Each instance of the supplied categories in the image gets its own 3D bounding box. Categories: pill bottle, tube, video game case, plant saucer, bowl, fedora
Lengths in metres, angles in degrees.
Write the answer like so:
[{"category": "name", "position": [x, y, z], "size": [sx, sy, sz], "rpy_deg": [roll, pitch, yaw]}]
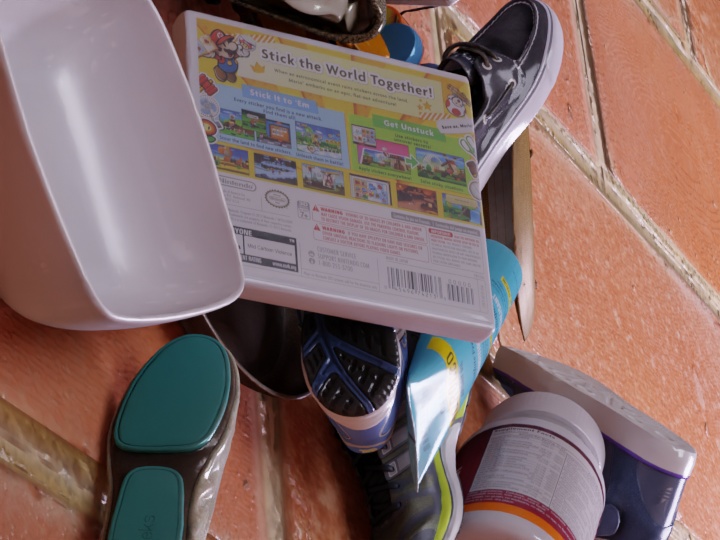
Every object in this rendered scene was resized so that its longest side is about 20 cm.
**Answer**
[{"category": "pill bottle", "position": [0.105, 0.166, 1.799], "size": [0.110, 0.109, 0.200], "rpy_deg": [63, 23, -17]}, {"category": "tube", "position": [0.056, 0.050, 1.685], "size": [0.200, 0.050, 0.078], "rpy_deg": [-62, 147, -55]}, {"category": "video game case", "position": [-0.016, -0.055, 1.602], "size": [0.200, 0.023, 0.182], "rpy_deg": [11, 58, -26]}, {"category": "plant saucer", "position": [-0.079, -0.013, 1.626], "size": [0.200, 0.032, 0.200], "rpy_deg": [50, 28, -40]}, {"category": "bowl", "position": [-0.155, -0.059, 1.432], "size": [0.200, 0.075, 0.200], "rpy_deg": [-9, 80, -68]}, {"category": "fedora", "position": [0.083, -0.041, 1.923], "size": [0.201, 0.082, 0.201], "rpy_deg": [-2, 90, -88]}]

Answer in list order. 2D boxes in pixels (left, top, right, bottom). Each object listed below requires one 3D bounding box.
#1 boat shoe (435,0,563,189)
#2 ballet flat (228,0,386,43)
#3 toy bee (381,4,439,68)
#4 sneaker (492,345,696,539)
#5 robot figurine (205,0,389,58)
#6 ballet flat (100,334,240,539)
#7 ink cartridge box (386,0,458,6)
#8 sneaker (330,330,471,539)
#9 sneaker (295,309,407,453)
[{"category": "boat shoe", "position": [0.073, -0.119, 1.830], "size": [0.200, 0.070, 0.066], "rpy_deg": [-57, 138, -22]}, {"category": "ballet flat", "position": [-0.071, -0.189, 1.623], "size": [0.200, 0.068, 0.075], "rpy_deg": [22, 11, -17]}, {"category": "toy bee", "position": [0.015, -0.139, 1.888], "size": [0.200, 0.109, 0.131], "rpy_deg": [-51, 131, -38]}, {"category": "sneaker", "position": [0.145, 0.155, 1.958], "size": [0.080, 0.147, 0.200], "rpy_deg": [15, 13, -47]}, {"category": "robot figurine", "position": [-0.047, -0.160, 1.720], "size": [0.145, 0.058, 0.200], "rpy_deg": [8, 44, -35]}, {"category": "ballet flat", "position": [-0.107, 0.118, 1.435], "size": [0.200, 0.067, 0.062], "rpy_deg": [-76, 168, -49]}, {"category": "ink cartridge box", "position": [0.040, -0.251, 1.829], "size": [0.145, 0.200, 0.084], "rpy_deg": [-38, 114, -23]}, {"category": "sneaker", "position": [0.017, 0.120, 1.707], "size": [0.081, 0.074, 0.200], "rpy_deg": [24, 50, -25]}, {"category": "sneaker", "position": [-0.011, 0.022, 1.646], "size": [0.077, 0.076, 0.200], "rpy_deg": [78, 8, -52]}]
